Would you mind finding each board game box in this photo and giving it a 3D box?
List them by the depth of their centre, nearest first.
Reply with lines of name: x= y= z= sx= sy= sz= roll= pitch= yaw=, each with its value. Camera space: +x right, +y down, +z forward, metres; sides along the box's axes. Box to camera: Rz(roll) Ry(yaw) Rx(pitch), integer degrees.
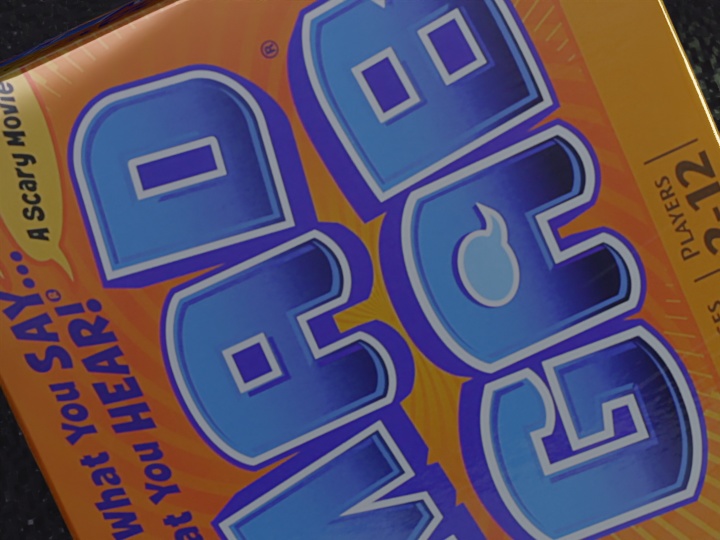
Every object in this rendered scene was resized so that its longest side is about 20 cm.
board game box: x=0.000 y=0.000 z=0.723 sx=0.199 sy=0.200 sz=0.200 roll=-25 pitch=99 yaw=-1
